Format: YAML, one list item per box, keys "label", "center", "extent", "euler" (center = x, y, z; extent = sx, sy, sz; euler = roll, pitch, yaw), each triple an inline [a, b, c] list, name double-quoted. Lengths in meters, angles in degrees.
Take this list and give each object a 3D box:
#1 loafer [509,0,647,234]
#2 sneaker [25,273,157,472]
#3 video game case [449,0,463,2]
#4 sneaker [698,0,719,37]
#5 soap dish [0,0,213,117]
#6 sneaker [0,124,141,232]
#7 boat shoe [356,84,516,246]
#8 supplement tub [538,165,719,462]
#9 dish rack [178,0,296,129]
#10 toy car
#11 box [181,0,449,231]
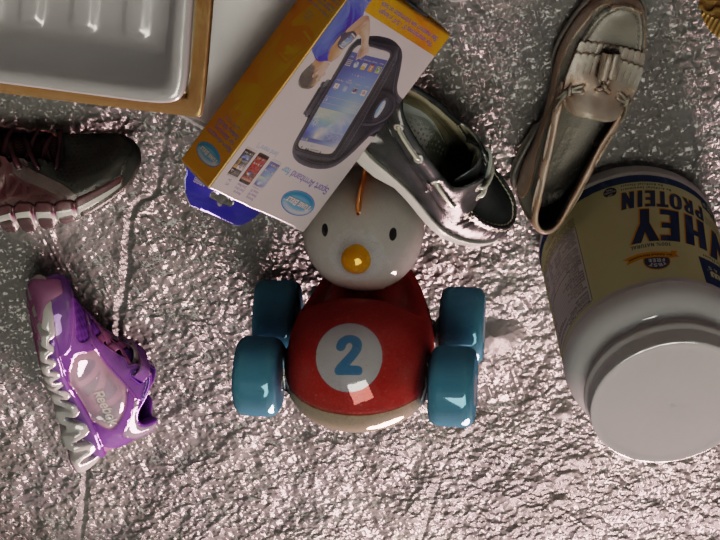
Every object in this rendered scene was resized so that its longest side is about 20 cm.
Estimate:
- label: "loafer"
  center: [0.168, -0.115, 1.586]
  extent: [0.071, 0.063, 0.201]
  euler: [10, 128, -15]
- label: "sneaker"
  center: [-0.211, 0.073, 1.701]
  extent: [0.088, 0.081, 0.201]
  euler: [-14, 135, -3]
- label: "video game case"
  center: [0.115, -0.267, 1.430]
  extent: [0.180, 0.023, 0.201]
  euler: [-5, 141, 21]
- label: "sneaker"
  center: [0.277, -0.263, 1.476]
  extent: [0.074, 0.090, 0.202]
  euler: [14, 112, 27]
- label: "soap dish"
  center: [-0.184, -0.192, 1.406]
  extent: [0.198, 0.081, 0.159]
  euler: [8, 100, 16]
- label: "sneaker"
  center: [-0.268, -0.089, 1.555]
  extent: [0.198, 0.076, 0.116]
  euler: [-15, 127, 7]
- label: "boat shoe"
  center: [0.064, -0.077, 1.578]
  extent: [0.060, 0.076, 0.199]
  euler: [-15, 151, 36]
- label: "supplement tub"
  center: [0.219, 0.032, 1.626]
  extent: [0.143, 0.201, 0.146]
  euler: [-3, 131, -4]
- label: "dish rack"
  center: [-0.080, -0.187, 1.464]
  extent: [0.171, 0.044, 0.201]
  euler: [28, 107, -15]
- label: "toy car"
  center: [0.000, 0.000, 1.609]
  extent: [0.182, 0.177, 0.202]
  euler: [2, 118, 7]
- label: "box"
  center: [-0.036, -0.110, 1.461]
  extent: [0.201, 0.041, 0.119]
  euler: [-55, 145, 9]
